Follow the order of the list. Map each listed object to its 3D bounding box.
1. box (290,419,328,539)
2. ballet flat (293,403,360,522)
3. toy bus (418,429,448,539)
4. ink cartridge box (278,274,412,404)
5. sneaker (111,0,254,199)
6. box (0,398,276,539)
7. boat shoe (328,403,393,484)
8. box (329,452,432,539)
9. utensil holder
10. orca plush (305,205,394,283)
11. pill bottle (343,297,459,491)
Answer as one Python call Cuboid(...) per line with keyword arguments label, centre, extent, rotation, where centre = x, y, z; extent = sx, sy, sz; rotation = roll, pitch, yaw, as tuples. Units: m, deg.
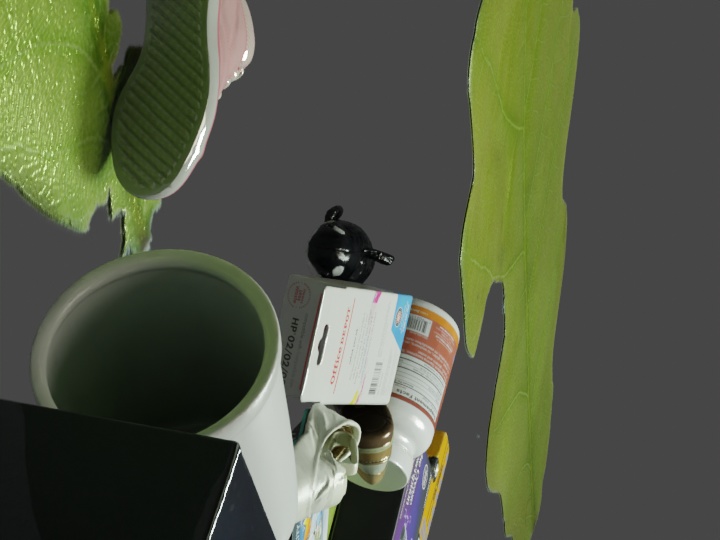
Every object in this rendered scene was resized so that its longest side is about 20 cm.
Cuboid(label="box", centre=(-0.068, 0.269, 1.882), extent=(0.137, 0.037, 0.202), rotation=(-41, 137, -69))
Cuboid(label="ballet flat", centre=(-0.037, 0.176, 1.659), extent=(0.200, 0.069, 0.070), rotation=(-63, 157, -68))
Cuboid(label="toy bus", centre=(0.059, 0.292, 2.343), extent=(0.079, 0.064, 0.201), rotation=(81, 21, -53))
Cuboid(label="ink cartridge box", centre=(-0.029, 0.068, 1.809), extent=(0.200, 0.067, 0.116), rotation=(10, 94, -65))
Cuboid(label="sneaker", centre=(-0.123, -0.136, 1.364), extent=(0.105, 0.075, 0.202), rotation=(47, 48, -66))
Cuboid(label="box", centre=(-0.161, 0.183, 1.141), extent=(0.199, 0.198, 0.124), rotation=(76, 27, -56))
Cuboid(label="boat shoe", centre=(-0.003, 0.154, 1.941), extent=(0.200, 0.071, 0.077), rotation=(-95, -178, -63))
Cuboid(label="box", centre=(0.022, 0.297, 2.180), extent=(0.141, 0.078, 0.202), rotation=(76, 26, -62))
Cuboid(label="utensil holder", centre=(-0.129, 0.114, 1.300), extent=(0.201, 0.168, 0.171), rotation=(83, 21, -50))
Cuboid(label="orca plush", centre=(0.000, 0.000, 1.933), extent=(0.200, 0.070, 0.106), rotation=(68, 33, -63))
Cuboid(label="pill bottle", centre=(0.037, 0.139, 2.076), extent=(0.113, 0.111, 0.201), rotation=(78, 25, -54))
